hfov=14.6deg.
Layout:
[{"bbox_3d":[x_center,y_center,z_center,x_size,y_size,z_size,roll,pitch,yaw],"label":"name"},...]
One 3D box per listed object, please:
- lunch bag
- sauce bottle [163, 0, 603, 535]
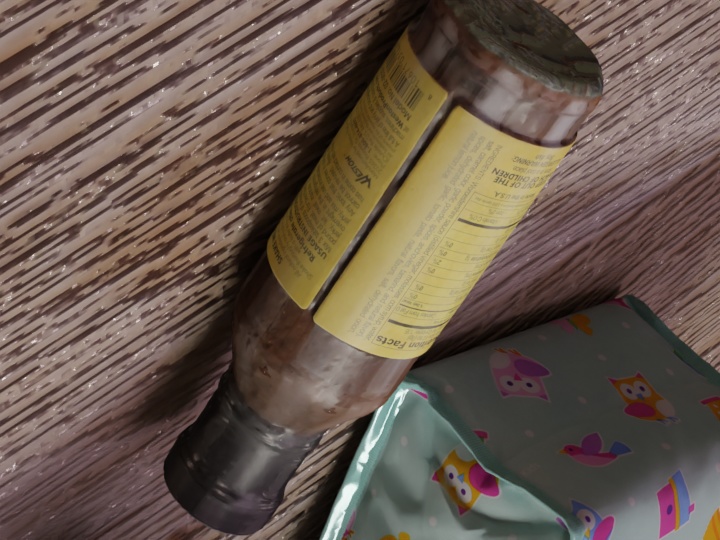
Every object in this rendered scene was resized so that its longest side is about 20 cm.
[{"bbox_3d":[0.059,0.125,1.132,0.170,0.122,0.201,-18,140,-48],"label":"lunch bag"},{"bbox_3d":[0.000,0.000,0.891,0.065,0.065,0.200,-8,141,-54],"label":"sauce bottle"}]
